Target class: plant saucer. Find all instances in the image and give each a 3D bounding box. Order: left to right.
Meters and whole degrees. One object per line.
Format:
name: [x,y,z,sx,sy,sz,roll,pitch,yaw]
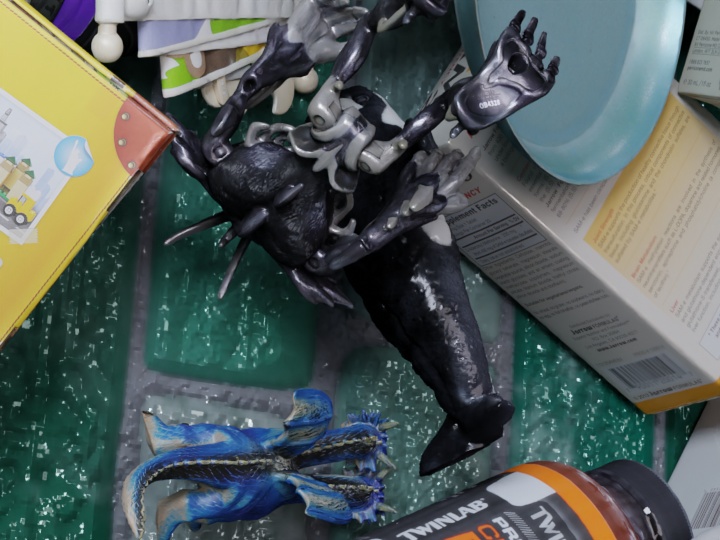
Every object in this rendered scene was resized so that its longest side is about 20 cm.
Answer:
plant saucer: [0.096,-0.140,0.840,0.200,0.027,0.200,-8,99,-54]

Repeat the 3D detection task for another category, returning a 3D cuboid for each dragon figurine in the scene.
dragon figurine: [-0.038,0.084,0.782,0.099,0.200,0.059,-9,79,8]

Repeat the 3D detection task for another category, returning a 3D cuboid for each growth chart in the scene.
growth chart: [-0.062,-0.141,0.807,0.200,0.018,0.145,-7,103,-64]

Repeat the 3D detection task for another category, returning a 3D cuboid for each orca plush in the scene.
orca plush: [0.000,0.000,0.841,0.071,0.105,0.200,-8,72,-20]

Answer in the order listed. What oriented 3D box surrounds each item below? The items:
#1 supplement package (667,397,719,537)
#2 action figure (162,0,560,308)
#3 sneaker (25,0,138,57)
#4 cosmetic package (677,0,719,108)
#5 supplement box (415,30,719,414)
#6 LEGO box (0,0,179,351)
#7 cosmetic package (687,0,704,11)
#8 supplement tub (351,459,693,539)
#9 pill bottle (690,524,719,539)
supplement package: [0.267,0.154,0.946,0.200,0.114,0.110,40,62,-15]
action figure: [-0.001,-0.060,0.770,0.119,0.200,0.102,51,43,-4]
sneaker: [-0.114,-0.189,0.844,0.099,0.070,0.200,18,77,-29]
cosmetic package: [0.243,-0.168,0.903,0.105,0.071,0.200,13,95,-21]
supplement box: [0.124,-0.038,0.931,0.200,0.074,0.126,41,61,-15]
LEGO box: [-0.200,-0.062,0.734,0.200,0.077,0.149,40,84,-15]
cosmetic package: [0.212,-0.189,0.982,0.200,0.085,0.108,30,107,-20]
supplement tub: [0.060,0.153,0.838,0.200,0.107,0.107,-21,89,-31]
pill bottle: [0.189,0.222,0.852,0.111,0.111,0.200,-24,131,-30]
